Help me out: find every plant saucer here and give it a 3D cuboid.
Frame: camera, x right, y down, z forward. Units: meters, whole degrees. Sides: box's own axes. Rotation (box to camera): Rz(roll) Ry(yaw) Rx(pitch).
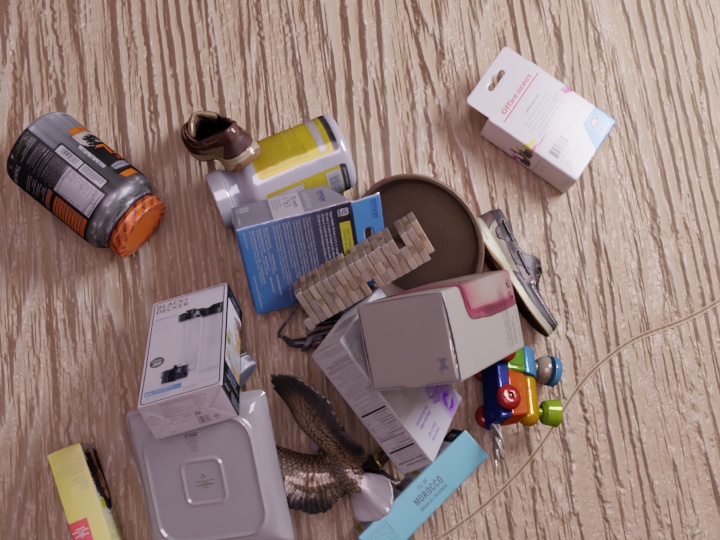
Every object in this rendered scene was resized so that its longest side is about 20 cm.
[{"bbox_3d":[0.080,-0.039,1.216,0.198,0.029,0.203,10,114,22],"label":"plant saucer"}]

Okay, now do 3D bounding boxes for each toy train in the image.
[{"bbox_3d":[0.223,0.194,1.184,0.114,0.085,0.202,10,56,-15],"label":"toy train"}]

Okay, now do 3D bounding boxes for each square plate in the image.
[{"bbox_3d":[-0.197,0.266,1.113,0.197,0.028,0.201,-11,92,13],"label":"square plate"}]

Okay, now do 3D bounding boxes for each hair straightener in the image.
[{"bbox_3d":[-0.021,0.072,1.241,0.197,0.041,0.078,-6,79,0],"label":"hair straightener"}]

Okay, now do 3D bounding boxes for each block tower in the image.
[{"bbox_3d":[0.000,0.000,1.167,0.199,0.054,0.058,-32,112,5],"label":"block tower"}]

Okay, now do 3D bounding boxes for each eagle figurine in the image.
[{"bbox_3d":[-0.052,0.241,1.145,0.199,0.150,0.153,25,57,-29],"label":"eagle figurine"}]

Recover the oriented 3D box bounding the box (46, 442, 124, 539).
[{"bbox_3d":[-0.351,0.330,1.147,0.050,0.075,0.202,-19,81,-6],"label":"box"}]

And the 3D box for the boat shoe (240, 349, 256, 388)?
[{"bbox_3d":[-0.230,0.181,1.184,0.068,0.074,0.200,38,86,13],"label":"boat shoe"}]

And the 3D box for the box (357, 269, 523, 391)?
[{"bbox_3d":[0.105,0.072,1.102,0.127,0.199,0.110,-11,91,33],"label":"box"}]

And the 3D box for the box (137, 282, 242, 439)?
[{"bbox_3d":[-0.218,0.113,1.136,0.115,0.061,0.201,-16,37,7],"label":"box"}]

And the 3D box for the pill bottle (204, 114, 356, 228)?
[{"bbox_3d":[-0.114,-0.135,1.234,0.198,0.112,0.113,-23,81,-8],"label":"pill bottle"}]

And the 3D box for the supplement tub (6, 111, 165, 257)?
[{"bbox_3d":[-0.377,-0.116,1.210,0.199,0.123,0.123,38,79,4],"label":"supplement tub"}]

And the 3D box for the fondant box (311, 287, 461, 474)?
[{"bbox_3d":[0.040,0.142,1.149,0.058,0.144,0.201,-29,102,33],"label":"fondant box"}]

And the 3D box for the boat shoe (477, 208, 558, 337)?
[{"bbox_3d":[0.229,-0.001,1.248,0.064,0.073,0.201,-32,82,-4],"label":"boat shoe"}]

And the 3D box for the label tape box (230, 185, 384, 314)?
[{"bbox_3d":[-0.067,-0.035,1.203,0.198,0.145,0.066,-15,36,-8],"label":"label tape box"}]

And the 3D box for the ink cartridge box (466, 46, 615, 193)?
[{"bbox_3d":[0.260,-0.224,1.297,0.199,0.068,0.116,36,79,3],"label":"ink cartridge box"}]

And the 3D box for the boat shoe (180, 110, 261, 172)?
[{"bbox_3d":[-0.207,-0.193,1.205,0.072,0.200,0.072,-43,125,-10],"label":"boat shoe"}]

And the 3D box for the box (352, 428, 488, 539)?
[{"bbox_3d":[0.079,0.301,1.174,0.200,0.082,0.049,-43,87,-10],"label":"box"}]

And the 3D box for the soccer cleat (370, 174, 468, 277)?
[{"bbox_3d":[0.085,-0.050,1.260,0.076,0.067,0.200,-43,85,10],"label":"soccer cleat"}]
